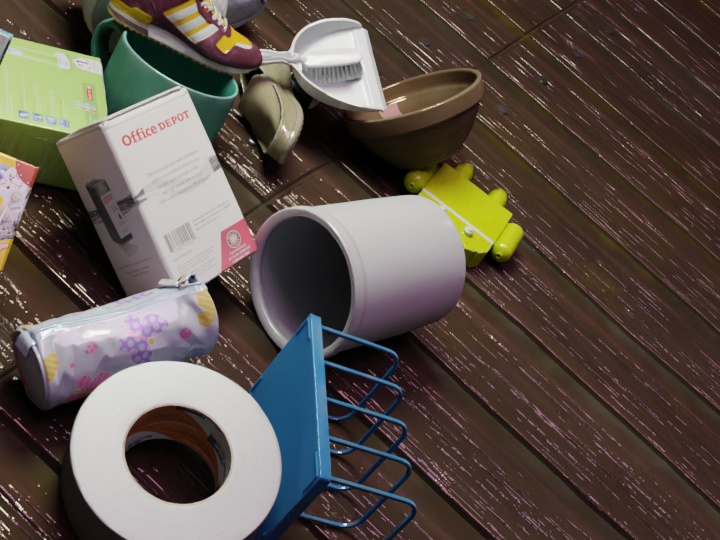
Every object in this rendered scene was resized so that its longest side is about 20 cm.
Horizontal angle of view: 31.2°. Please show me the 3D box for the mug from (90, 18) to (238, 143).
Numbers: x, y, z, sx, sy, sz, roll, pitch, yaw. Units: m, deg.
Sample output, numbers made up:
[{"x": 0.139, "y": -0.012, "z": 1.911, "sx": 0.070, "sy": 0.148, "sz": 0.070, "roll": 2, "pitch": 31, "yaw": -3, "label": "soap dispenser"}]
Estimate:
[{"x": -0.242, "y": -0.208, "z": 1.539, "sx": 0.151, "sy": 0.115, "sz": 0.185, "roll": 15, "pitch": 27, "yaw": -34, "label": "mug"}]

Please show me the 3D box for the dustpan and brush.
[{"x": -0.066, "y": -0.271, "z": 1.678, "sx": 0.198, "sy": 0.057, "sz": 0.141, "roll": -7, "pitch": 67, "yaw": -17, "label": "dustpan and brush"}]

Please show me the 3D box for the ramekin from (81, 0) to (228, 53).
[{"x": -0.259, "y": -0.348, "z": 1.620, "sx": 0.199, "sy": 0.200, "sz": 0.106, "roll": 14, "pitch": 52, "yaw": -25, "label": "ramekin"}]

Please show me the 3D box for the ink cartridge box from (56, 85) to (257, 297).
[{"x": -0.217, "y": -0.079, "z": 1.391, "sx": 0.145, "sy": 0.084, "sz": 0.202, "roll": -36, "pitch": 108, "yaw": -51, "label": "ink cartridge box"}]

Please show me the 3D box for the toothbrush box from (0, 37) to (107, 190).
[{"x": -0.390, "y": -0.183, "z": 1.432, "sx": 0.198, "sy": 0.086, "sz": 0.146, "roll": 11, "pitch": 44, "yaw": -30, "label": "toothbrush box"}]

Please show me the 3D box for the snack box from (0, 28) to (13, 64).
[{"x": -0.444, "y": -0.171, "z": 1.296, "sx": 0.115, "sy": 0.201, "sz": 0.037, "roll": 25, "pitch": 8, "yaw": -13, "label": "snack box"}]

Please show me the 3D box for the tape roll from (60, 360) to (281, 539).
[{"x": -0.176, "y": 0.186, "z": 1.203, "sx": 0.198, "sy": 0.066, "sz": 0.202, "roll": 13, "pitch": 50, "yaw": -15, "label": "tape roll"}]

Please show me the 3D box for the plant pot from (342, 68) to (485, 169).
[{"x": 0.081, "y": -0.199, "z": 1.766, "sx": 0.201, "sy": 0.199, "sz": 0.093, "roll": -44, "pitch": 122, "yaw": -51, "label": "plant pot"}]

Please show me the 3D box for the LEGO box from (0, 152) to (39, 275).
[{"x": -0.431, "y": -0.060, "z": 1.235, "sx": 0.199, "sy": 0.077, "sz": 0.150, "roll": 21, "pitch": 70, "yaw": -18, "label": "LEGO box"}]

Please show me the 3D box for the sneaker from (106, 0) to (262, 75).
[{"x": -0.194, "y": -0.303, "z": 1.524, "sx": 0.199, "sy": 0.091, "sz": 0.075, "roll": 19, "pitch": 25, "yaw": -27, "label": "sneaker"}]

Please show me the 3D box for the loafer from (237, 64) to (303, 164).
[{"x": -0.123, "y": -0.211, "z": 1.679, "sx": 0.068, "sy": 0.076, "sz": 0.201, "roll": 14, "pitch": 34, "yaw": -23, "label": "loafer"}]

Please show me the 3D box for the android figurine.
[{"x": 0.136, "y": -0.078, "z": 1.761, "sx": 0.182, "sy": 0.041, "sz": 0.200, "roll": 39, "pitch": 36, "yaw": 3, "label": "android figurine"}]

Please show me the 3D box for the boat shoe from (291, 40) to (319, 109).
[{"x": -0.038, "y": -0.308, "z": 1.821, "sx": 0.074, "sy": 0.093, "sz": 0.200, "roll": 33, "pitch": 38, "yaw": -4, "label": "boat shoe"}]

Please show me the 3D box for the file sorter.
[{"x": -0.029, "y": 0.177, "z": 1.298, "sx": 0.122, "sy": 0.139, "sz": 0.201, "roll": 20, "pitch": 41, "yaw": -25, "label": "file sorter"}]

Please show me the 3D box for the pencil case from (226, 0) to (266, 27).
[{"x": -0.207, "y": -0.435, "z": 1.815, "sx": 0.083, "sy": 0.091, "sz": 0.201, "roll": -29, "pitch": 61, "yaw": -2, "label": "pencil case"}]

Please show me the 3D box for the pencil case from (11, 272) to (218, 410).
[{"x": -0.236, "y": 0.067, "z": 1.254, "sx": 0.199, "sy": 0.091, "sz": 0.083, "roll": -20, "pitch": 61, "yaw": -29, "label": "pencil case"}]

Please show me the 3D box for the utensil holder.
[{"x": 0.000, "y": 0.000, "z": 1.475, "sx": 0.199, "sy": 0.170, "sz": 0.170, "roll": -13, "pitch": 59, "yaw": -46, "label": "utensil holder"}]
